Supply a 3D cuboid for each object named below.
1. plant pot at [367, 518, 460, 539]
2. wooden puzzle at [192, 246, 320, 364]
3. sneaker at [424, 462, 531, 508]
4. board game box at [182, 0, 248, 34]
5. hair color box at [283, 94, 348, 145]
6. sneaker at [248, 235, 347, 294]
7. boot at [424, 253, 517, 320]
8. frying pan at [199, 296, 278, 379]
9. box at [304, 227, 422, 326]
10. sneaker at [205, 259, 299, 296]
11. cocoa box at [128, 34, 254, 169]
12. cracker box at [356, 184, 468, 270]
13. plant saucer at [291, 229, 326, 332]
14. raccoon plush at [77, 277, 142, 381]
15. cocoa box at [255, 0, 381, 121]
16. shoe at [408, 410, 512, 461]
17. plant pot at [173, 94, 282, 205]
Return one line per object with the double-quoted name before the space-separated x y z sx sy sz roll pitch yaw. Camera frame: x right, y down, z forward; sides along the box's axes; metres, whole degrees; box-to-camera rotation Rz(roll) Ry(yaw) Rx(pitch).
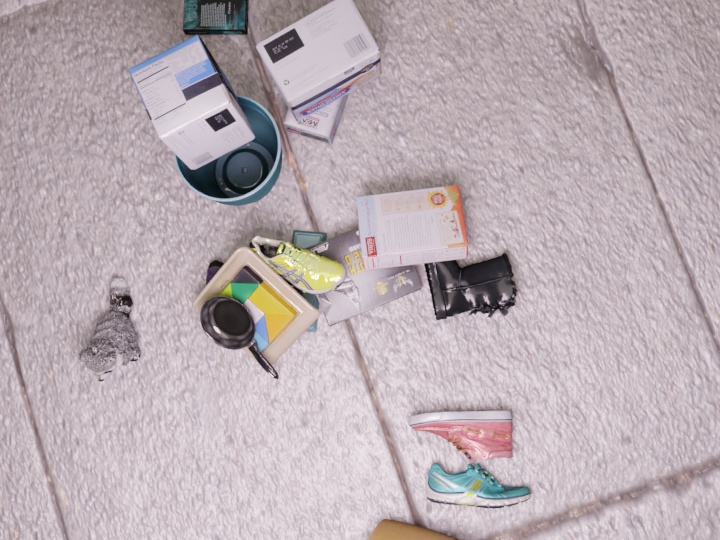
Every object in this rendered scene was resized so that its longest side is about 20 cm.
"plant pot" 0.105 0.543 1.487 0.199 0.186 0.187 28 85 20
"wooden puzzle" -0.202 0.076 1.558 0.200 0.037 0.185 40 120 -7
"sneaker" 0.221 0.404 1.540 0.198 0.078 0.080 5 74 4
"board game box" -0.300 -0.594 1.716 0.134 0.028 0.202 1 83 4
"hair color box" -0.076 -0.367 1.659 0.098 0.061 0.201 17 83 6
"sneaker" -0.123 -0.012 1.534 0.199 0.077 0.076 13 66 14
"boot" 0.210 -0.001 1.591 0.161 0.073 0.200 -11 79 -2
"frying pan" -0.215 0.114 1.545 0.189 0.031 0.115 28 122 2
"box" 0.000 0.000 1.604 0.199 0.048 0.159 -21 83 -4
"sneaker" -0.210 0.009 1.607 0.198 0.076 0.088 -2 76 10
"cocoa box" -0.280 -0.280 1.392 0.133 0.200 0.132 -27 81 0
"cracker box" 0.096 -0.081 1.549 0.198 0.058 0.135 -6 63 2
"plant saucer" -0.112 0.020 1.634 0.069 0.019 0.202 5 84 4
"raccoon plush" -0.497 0.111 1.584 0.096 0.134 0.201 -15 82 2
"cocoa box" -0.075 -0.402 1.566 0.199 0.131 0.134 -29 82 0
"shoe" 0.191 0.314 1.551 0.199 0.072 0.092 -1 77 -2
"plant pot" -0.238 -0.212 1.584 0.199 0.188 0.202 0 82 3
